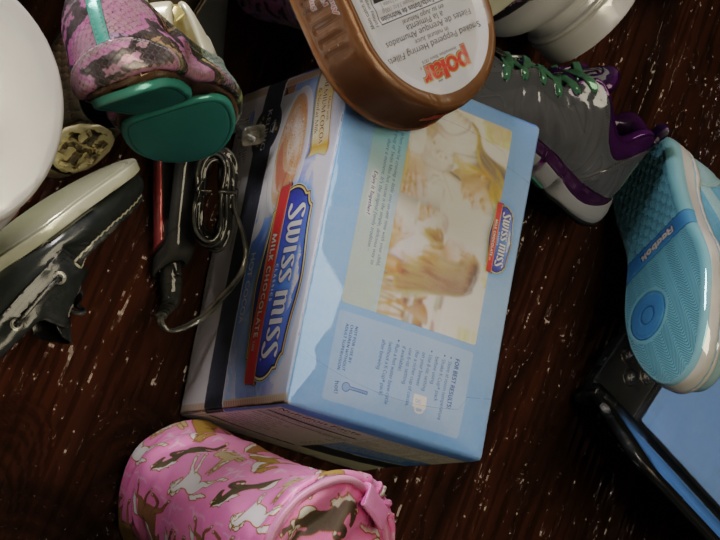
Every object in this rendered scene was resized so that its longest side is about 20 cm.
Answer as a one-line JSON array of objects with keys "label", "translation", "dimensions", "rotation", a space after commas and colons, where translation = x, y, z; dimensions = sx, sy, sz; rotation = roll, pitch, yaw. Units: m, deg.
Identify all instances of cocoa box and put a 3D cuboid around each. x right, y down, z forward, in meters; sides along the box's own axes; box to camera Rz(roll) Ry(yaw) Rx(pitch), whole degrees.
[{"label": "cocoa box", "translation": [0.000, 0.000, 1.124], "dimensions": [0.133, 0.131, 0.201], "rotation": [19, 74, -28]}]

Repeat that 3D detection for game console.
[{"label": "game console", "translation": [0.243, 0.122, 1.266], "dimensions": [0.200, 0.116, 0.176], "rotation": [47, 63, -18]}]

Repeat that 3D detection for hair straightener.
[{"label": "hair straightener", "translation": [-0.091, -0.065, 1.108], "dimensions": [0.041, 0.077, 0.201], "rotation": [15, 75, -46]}]

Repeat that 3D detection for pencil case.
[{"label": "pencil case", "translation": [-0.058, 0.129, 1.036], "dimensions": [0.086, 0.200, 0.083], "rotation": [8, 90, -30]}]

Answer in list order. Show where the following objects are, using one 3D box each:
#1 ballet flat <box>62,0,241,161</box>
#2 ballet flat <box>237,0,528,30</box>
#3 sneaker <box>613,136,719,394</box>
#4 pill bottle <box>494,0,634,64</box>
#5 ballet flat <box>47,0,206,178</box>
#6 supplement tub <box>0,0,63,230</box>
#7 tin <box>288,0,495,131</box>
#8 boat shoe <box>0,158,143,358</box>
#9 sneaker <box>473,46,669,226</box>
[{"label": "ballet flat", "translation": [-0.104, -0.104, 0.992], "dimensions": [0.069, 0.200, 0.072], "rotation": [-15, 83, 6]}, {"label": "ballet flat", "translation": [0.024, -0.164, 1.138], "dimensions": [0.069, 0.199, 0.071], "rotation": [70, 13, -53]}, {"label": "sneaker", "translation": [0.233, 0.012, 1.258], "dimensions": [0.130, 0.080, 0.201], "rotation": [27, 42, -25]}, {"label": "pill bottle", "translation": [0.078, -0.222, 1.213], "dimensions": [0.200, 0.112, 0.113], "rotation": [44, 64, -20]}, {"label": "ballet flat", "translation": [-0.116, -0.129, 1.066], "dimensions": [0.200, 0.046, 0.067], "rotation": [-55, 148, 12]}, {"label": "supplement tub", "translation": [-0.236, -0.064, 0.949], "dimensions": [0.140, 0.200, 0.141], "rotation": [5, 81, -31]}, {"label": "tin", "translation": [0.003, -0.172, 1.057], "dimensions": [0.112, 0.042, 0.201], "rotation": [-27, 93, -39]}, {"label": "boat shoe", "translation": [-0.181, 0.019, 1.046], "dimensions": [0.199, 0.074, 0.066], "rotation": [-43, 108, -28]}, {"label": "sneaker", "translation": [0.103, -0.112, 1.214], "dimensions": [0.088, 0.074, 0.200], "rotation": [-47, 128, 10]}]
